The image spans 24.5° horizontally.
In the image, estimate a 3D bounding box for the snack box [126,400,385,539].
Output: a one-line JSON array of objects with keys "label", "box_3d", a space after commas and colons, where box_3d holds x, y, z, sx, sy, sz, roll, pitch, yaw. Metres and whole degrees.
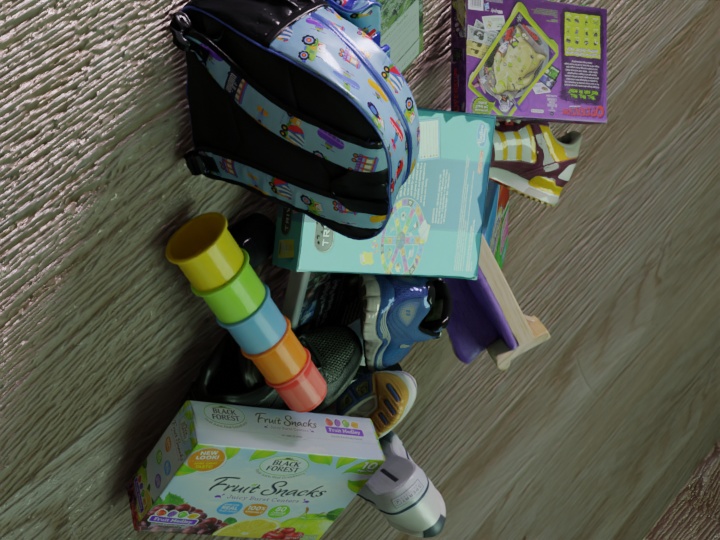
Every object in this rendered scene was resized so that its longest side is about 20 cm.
[{"label": "snack box", "box_3d": [-0.097, 0.188, 1.528, 0.198, 0.053, 0.143, 8, 135, -32]}]

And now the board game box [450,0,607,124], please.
[{"label": "board game box", "box_3d": [0.173, -0.212, 1.674, 0.198, 0.032, 0.122, 0, 86, -38]}]

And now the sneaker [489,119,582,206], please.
[{"label": "sneaker", "box_3d": [0.142, -0.140, 1.720, 0.198, 0.075, 0.091, 20, 100, -35]}]

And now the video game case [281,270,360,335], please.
[{"label": "video game case", "box_3d": [0.000, 0.000, 1.610, 0.181, 0.023, 0.201, -31, 160, -24]}]

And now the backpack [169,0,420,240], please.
[{"label": "backpack", "box_3d": [-0.034, -0.129, 1.275, 0.135, 0.199, 0.184, -45, 152, -32]}]

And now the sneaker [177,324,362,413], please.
[{"label": "sneaker", "box_3d": [-0.072, 0.089, 1.537, 0.198, 0.077, 0.115, -20, 156, -28]}]

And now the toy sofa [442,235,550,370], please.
[{"label": "toy sofa", "box_3d": [0.108, 0.003, 1.711, 0.097, 0.202, 0.083, -28, -169, 0]}]

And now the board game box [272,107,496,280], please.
[{"label": "board game box", "box_3d": [0.023, -0.073, 1.488, 0.198, 0.047, 0.153, 3, 97, -33]}]

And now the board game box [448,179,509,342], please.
[{"label": "board game box", "box_3d": [0.134, -0.033, 1.874, 0.201, 0.040, 0.154, 85, 18, -54]}]

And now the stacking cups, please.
[{"label": "stacking cups", "box_3d": [-0.093, 0.040, 1.424, 0.061, 0.060, 0.201, -50, 128, -23]}]

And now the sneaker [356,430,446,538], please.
[{"label": "sneaker", "box_3d": [0.029, 0.212, 1.605, 0.073, 0.071, 0.200, -33, -166, -4]}]

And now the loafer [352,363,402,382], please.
[{"label": "loafer", "box_3d": [-0.032, 0.120, 1.747, 0.199, 0.073, 0.073, -5, 132, -52]}]

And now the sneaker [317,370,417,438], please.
[{"label": "sneaker", "box_3d": [-0.026, 0.163, 1.653, 0.198, 0.076, 0.088, -27, 175, 19]}]

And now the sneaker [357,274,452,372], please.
[{"label": "sneaker", "box_3d": [0.045, 0.050, 1.591, 0.200, 0.088, 0.080, 81, 7, -77]}]

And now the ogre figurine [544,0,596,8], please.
[{"label": "ogre figurine", "box_3d": [0.204, -0.232, 1.797, 0.200, 0.097, 0.122, -32, 129, -74]}]

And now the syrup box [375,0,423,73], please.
[{"label": "syrup box", "box_3d": [-0.001, -0.242, 1.363, 0.079, 0.081, 0.201, -49, 154, -28]}]

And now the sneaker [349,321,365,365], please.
[{"label": "sneaker", "box_3d": [0.033, 0.024, 1.771, 0.200, 0.073, 0.083, -47, 148, -50]}]

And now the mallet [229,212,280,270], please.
[{"label": "mallet", "box_3d": [-0.103, 0.024, 1.524, 0.066, 0.041, 0.201, -45, 157, -25]}]
